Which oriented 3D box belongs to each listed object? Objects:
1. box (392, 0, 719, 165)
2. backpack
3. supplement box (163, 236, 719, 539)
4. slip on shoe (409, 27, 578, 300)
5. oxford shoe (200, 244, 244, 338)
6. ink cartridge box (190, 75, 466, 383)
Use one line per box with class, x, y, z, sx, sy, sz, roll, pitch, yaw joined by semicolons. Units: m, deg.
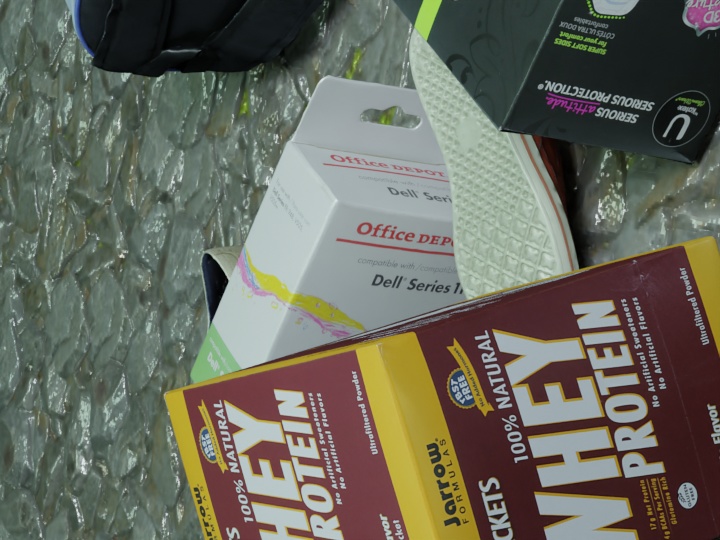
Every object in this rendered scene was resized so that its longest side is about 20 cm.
box;0.124;-0.177;1.258;0.149;0.124;0.200;55;127;48
backpack;-0.105;-0.215;1.584;0.154;0.200;0.191;-112;35;-45
supplement box;0.052;0.084;1.217;0.197;0.200;0.133;-16;90;56
slip on shoe;0.082;-0.045;1.364;0.074;0.061;0.200;-25;76;40
oxford shoe;-0.067;0.081;1.557;0.071;0.074;0.200;-31;58;52
ink cartridge box;0.000;0.000;1.425;0.067;0.117;0.200;54;129;47
